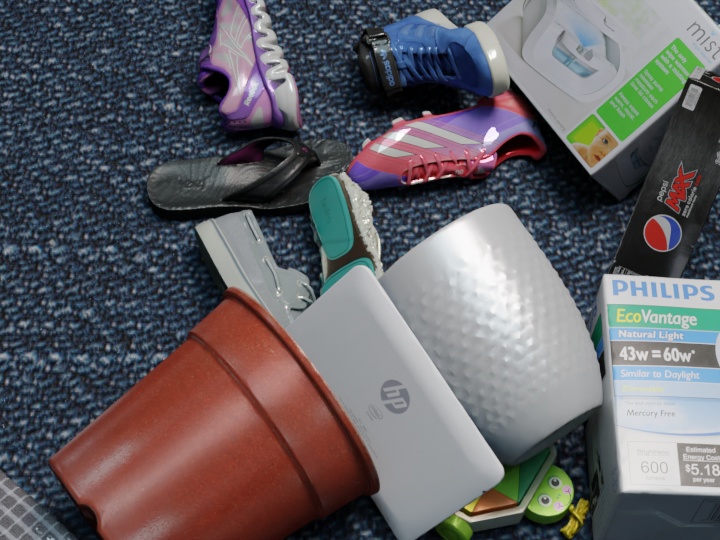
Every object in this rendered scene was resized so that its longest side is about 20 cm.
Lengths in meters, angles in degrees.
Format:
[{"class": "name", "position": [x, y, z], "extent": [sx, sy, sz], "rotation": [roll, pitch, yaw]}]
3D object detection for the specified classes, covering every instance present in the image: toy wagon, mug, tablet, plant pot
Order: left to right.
[{"class": "plant pot", "position": [-0.121, 0.151, 1.105], "extent": [0.195, 0.201, 0.201], "rotation": [-36, 65, -15]}, {"class": "tablet", "position": [0.018, 0.108, 1.131], "extent": [0.014, 0.130, 0.201], "rotation": [-24, 76, -51]}, {"class": "mug", "position": [0.089, 0.075, 1.152], "extent": [0.200, 0.148, 0.176], "rotation": [-36, 75, 9]}, {"class": "toy wagon", "position": [0.103, 0.154, 1.196], "extent": [0.199, 0.040, 0.155], "rotation": [28, 60, 15]}]

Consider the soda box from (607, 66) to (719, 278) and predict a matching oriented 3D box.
[{"class": "soda box", "position": [0.285, -0.074, 1.263], "extent": [0.063, 0.201, 0.071], "rotation": [24, 22, 11]}]

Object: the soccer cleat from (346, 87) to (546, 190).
[{"class": "soccer cleat", "position": [0.083, -0.112, 1.357], "extent": [0.199, 0.067, 0.077], "rotation": [-22, 65, -20]}]

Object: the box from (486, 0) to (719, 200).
[{"class": "box", "position": [0.244, -0.204, 1.361], "extent": [0.176, 0.097, 0.200], "rotation": [-41, 62, 14]}]

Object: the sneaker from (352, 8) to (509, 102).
[{"class": "sneaker", "position": [0.059, -0.197, 1.367], "extent": [0.111, 0.077, 0.200], "rotation": [-22, 28, -13]}]

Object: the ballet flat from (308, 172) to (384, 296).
[{"class": "ballet flat", "position": [0.000, 0.000, 1.277], "extent": [0.071, 0.072, 0.201], "rotation": [-4, 58, -6]}]

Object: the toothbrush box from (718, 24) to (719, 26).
[{"class": "toothbrush box", "position": [0.421, -0.155, 1.392], "extent": [0.145, 0.086, 0.201], "rotation": [-21, 59, -16]}]

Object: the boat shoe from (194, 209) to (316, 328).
[{"class": "boat shoe", "position": [-0.077, 0.021, 1.253], "extent": [0.071, 0.070, 0.201], "rotation": [-26, 59, -13]}]

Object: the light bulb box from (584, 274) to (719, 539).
[{"class": "light bulb box", "position": [0.291, 0.120, 1.180], "extent": [0.197, 0.125, 0.201], "rotation": [2, 58, -2]}]

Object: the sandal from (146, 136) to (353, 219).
[{"class": "sandal", "position": [-0.101, -0.090, 1.337], "extent": [0.199, 0.048, 0.076], "rotation": [-11, 58, -10]}]

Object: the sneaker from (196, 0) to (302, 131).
[{"class": "sneaker", "position": [-0.124, -0.214, 1.404], "extent": [0.088, 0.081, 0.201], "rotation": [-18, 60, -6]}]

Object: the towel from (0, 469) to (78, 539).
[{"class": "towel", "position": [-0.307, 0.237, 1.089], "extent": [0.200, 0.086, 0.166], "rotation": [37, 61, 19]}]
